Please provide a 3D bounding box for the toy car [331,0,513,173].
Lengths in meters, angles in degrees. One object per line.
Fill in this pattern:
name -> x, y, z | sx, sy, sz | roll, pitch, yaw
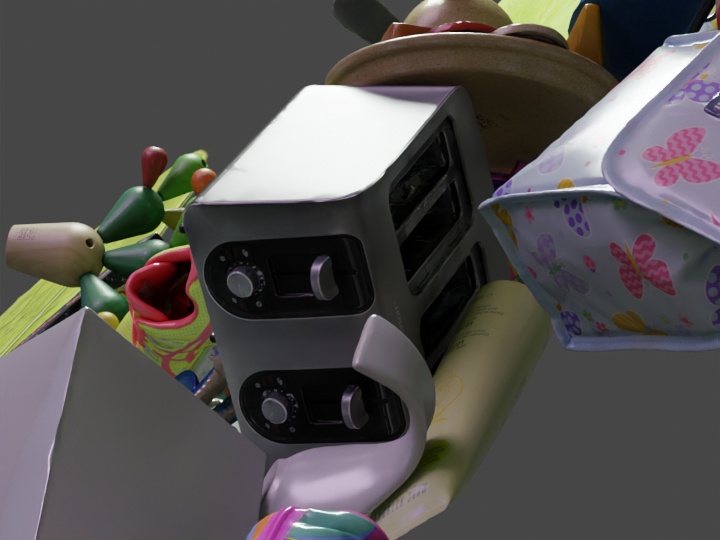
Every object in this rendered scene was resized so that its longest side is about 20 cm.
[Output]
toy car -> 0.078, -0.146, 1.740 | 0.164, 0.201, 0.158 | -36, 11, 0

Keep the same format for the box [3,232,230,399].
box -> -0.178, 0.088, 1.722 | 0.200, 0.137, 0.038 | -43, 11, -29

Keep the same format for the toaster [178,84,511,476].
toaster -> 0.000, 0.000, 1.399 | 0.118, 0.182, 0.200 | 0, 28, 26

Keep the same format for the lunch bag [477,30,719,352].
lunch bag -> 0.187, -0.050, 1.246 | 0.169, 0.128, 0.200 | -40, 19, -23

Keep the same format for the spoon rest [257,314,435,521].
spoon rest -> -0.013, 0.110, 1.282 | 0.201, 0.060, 0.100 | -59, 7, 42

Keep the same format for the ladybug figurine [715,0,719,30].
ladybug figurine -> 0.260, -0.130, 1.328 | 0.200, 0.135, 0.073 | 81, -159, -70

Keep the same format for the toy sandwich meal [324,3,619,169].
toy sandwich meal -> 0.070, -0.121, 1.484 | 0.205, 0.204, 0.071 | -21, 59, 52

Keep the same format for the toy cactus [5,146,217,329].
toy cactus -> -0.167, -0.008, 1.682 | 0.102, 0.163, 0.202 | 81, -162, -63

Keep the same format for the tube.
tube -> 0.054, 0.080, 1.309 | 0.051, 0.058, 0.200 | 13, 40, 16

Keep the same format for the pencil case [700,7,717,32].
pencil case -> 0.196, -0.112, 1.544 | 0.199, 0.091, 0.083 | -23, 17, 51

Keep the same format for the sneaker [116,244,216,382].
sneaker -> -0.117, 0.021, 1.529 | 0.200, 0.090, 0.079 | -29, 54, 52

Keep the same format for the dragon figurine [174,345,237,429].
dragon figurine -> -0.114, 0.104, 1.498 | 0.099, 0.059, 0.200 | -40, 0, -32

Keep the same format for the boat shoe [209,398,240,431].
boat shoe -> -0.110, 0.113, 1.591 | 0.071, 0.070, 0.200 | -43, 13, -31

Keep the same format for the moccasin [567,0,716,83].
moccasin -> 0.188, -0.169, 1.434 | 0.068, 0.080, 0.200 | -50, 4, -24

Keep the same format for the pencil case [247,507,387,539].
pencil case -> -0.049, 0.184, 1.070 | 0.088, 0.089, 0.200 | -28, 13, 32

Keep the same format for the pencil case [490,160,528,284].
pencil case -> 0.044, -0.005, 1.580 | 0.199, 0.089, 0.088 | -21, 18, 49

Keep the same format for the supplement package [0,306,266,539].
supplement package -> -0.174, 0.165, 1.250 | 0.199, 0.147, 0.192 | -29, 36, 30
